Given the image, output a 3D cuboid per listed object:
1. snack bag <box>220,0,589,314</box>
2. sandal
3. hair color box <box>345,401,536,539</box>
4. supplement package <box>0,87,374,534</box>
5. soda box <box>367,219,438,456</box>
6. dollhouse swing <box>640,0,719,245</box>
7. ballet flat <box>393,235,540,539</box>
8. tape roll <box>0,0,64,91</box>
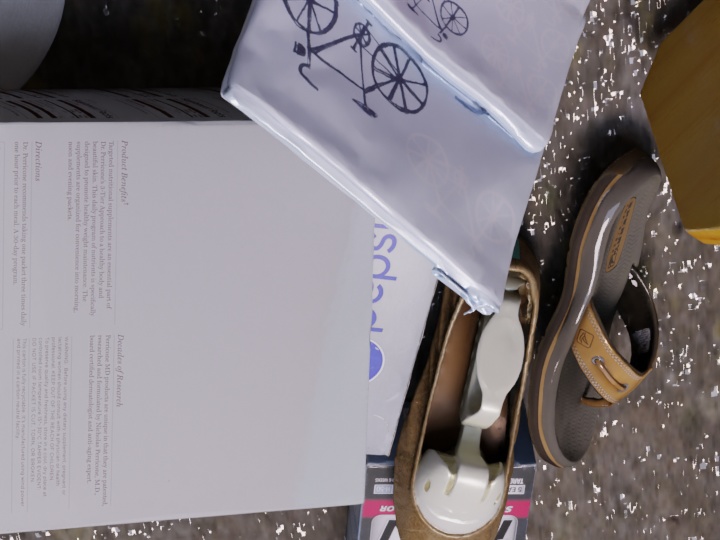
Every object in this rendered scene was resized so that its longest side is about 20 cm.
[{"bbox_3d":[0.026,-0.106,1.086,0.189,0.200,0.021,39,143,-28],"label":"snack bag"},{"bbox_3d":[0.138,0.029,1.254,0.055,0.082,0.200,25,120,20],"label":"sandal"},{"bbox_3d":[0.042,0.172,1.364,0.099,0.061,0.200,1,127,-6],"label":"hair color box"},{"bbox_3d":[-0.113,0.012,1.113,0.200,0.147,0.192,-2,101,-23],"label":"supplement package"},{"bbox_3d":[0.000,0.000,1.202,0.068,0.063,0.200,5,124,-12],"label":"soda box"},{"bbox_3d":[0.262,-0.091,1.104,0.181,0.200,0.176,17,122,-17],"label":"dollhouse swing"},{"bbox_3d":[0.062,0.079,1.243,0.068,0.072,0.200,12,97,-9],"label":"ballet flat"},{"bbox_3d":[-0.240,-0.152,1.115,0.202,0.037,0.203,-2,126,-3],"label":"tape roll"}]
